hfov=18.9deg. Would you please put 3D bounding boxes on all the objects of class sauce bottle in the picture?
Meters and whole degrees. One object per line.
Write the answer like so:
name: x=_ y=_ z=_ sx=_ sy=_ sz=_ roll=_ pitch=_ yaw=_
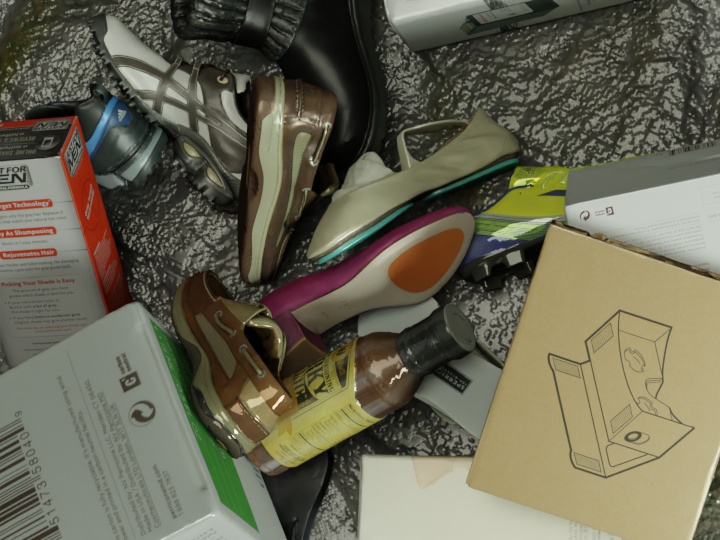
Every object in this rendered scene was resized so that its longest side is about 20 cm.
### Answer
sauce bottle: x=-0.003 y=0.086 z=1.636 sx=0.200 sy=0.065 sz=0.065 roll=-31 pitch=73 yaw=24

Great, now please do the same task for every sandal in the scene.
sandal: x=-0.073 y=0.221 z=1.687 sx=0.076 sy=0.043 sz=0.201 roll=7 pitch=80 yaw=14

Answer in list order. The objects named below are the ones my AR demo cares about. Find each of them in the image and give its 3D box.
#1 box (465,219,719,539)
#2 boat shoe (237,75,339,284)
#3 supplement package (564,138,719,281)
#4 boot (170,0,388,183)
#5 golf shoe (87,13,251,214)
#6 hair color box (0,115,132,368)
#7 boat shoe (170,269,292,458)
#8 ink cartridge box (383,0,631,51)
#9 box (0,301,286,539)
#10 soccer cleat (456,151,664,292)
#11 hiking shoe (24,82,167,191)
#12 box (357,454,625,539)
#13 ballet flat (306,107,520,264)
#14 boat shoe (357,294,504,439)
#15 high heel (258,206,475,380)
box: x=0.179 y=0.083 z=1.504 sx=0.163 sy=0.021 sz=0.201 roll=18 pitch=105 yaw=6
boat shoe: x=-0.053 y=-0.062 z=1.678 sx=0.075 sy=0.203 sz=0.075 roll=1 pitch=50 yaw=-8
supplement package: x=0.261 y=0.016 z=1.564 sx=0.191 sy=0.147 sz=0.201 roll=-11 pitch=101 yaw=10
boot: x=-0.068 y=-0.175 z=1.706 sx=0.079 sy=0.157 sz=0.212 roll=-31 pitch=61 yaw=47
golf shoe: x=-0.139 y=-0.143 z=1.766 sx=0.094 sy=0.078 sz=0.200 roll=-40 pitch=83 yaw=-1
hair color box: x=-0.250 y=-0.020 z=1.704 sx=0.101 sy=0.200 sz=0.061 roll=-3 pitch=37 yaw=12
boat shoe: x=-0.090 y=0.063 z=1.652 sx=0.074 sy=0.076 sz=0.200 roll=-34 pitch=36 yaw=9
ink cartridge box: x=0.113 y=-0.272 z=1.723 sx=0.199 sy=0.084 sz=0.146 roll=-12 pitch=76 yaw=11
box: x=-0.188 y=0.175 z=1.636 sx=0.200 sy=0.171 sz=0.199 roll=-29 pitch=59 yaw=6
soccer cleat: x=0.156 y=-0.057 z=1.681 sx=0.200 sy=0.065 sz=0.084 roll=-24 pitch=69 yaw=7
hiking shoe: x=-0.245 y=-0.098 z=1.742 sx=0.200 sy=0.087 sz=0.075 roll=-20 pitch=34 yaw=36
box: x=0.103 y=0.183 z=1.629 sx=0.199 sy=0.095 sz=0.078 roll=0 pitch=78 yaw=12
ballet flat: x=0.032 y=-0.072 z=1.682 sx=0.200 sy=0.070 sz=0.070 roll=-27 pitch=72 yaw=-24
boat shoe: x=0.072 y=0.083 z=1.666 sx=0.071 sy=0.064 sz=0.200 roll=-48 pitch=49 yaw=1
high heel: x=0.000 y=0.000 z=1.692 sx=0.200 sy=0.067 sz=0.096 roll=-43 pitch=36 yaw=14
